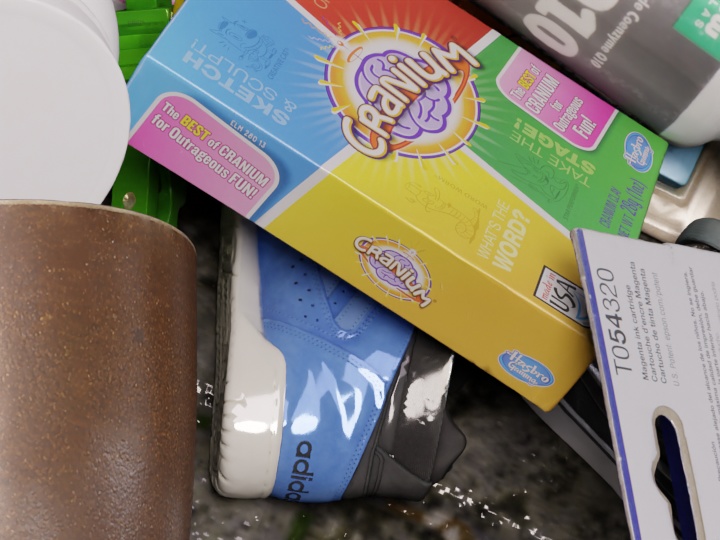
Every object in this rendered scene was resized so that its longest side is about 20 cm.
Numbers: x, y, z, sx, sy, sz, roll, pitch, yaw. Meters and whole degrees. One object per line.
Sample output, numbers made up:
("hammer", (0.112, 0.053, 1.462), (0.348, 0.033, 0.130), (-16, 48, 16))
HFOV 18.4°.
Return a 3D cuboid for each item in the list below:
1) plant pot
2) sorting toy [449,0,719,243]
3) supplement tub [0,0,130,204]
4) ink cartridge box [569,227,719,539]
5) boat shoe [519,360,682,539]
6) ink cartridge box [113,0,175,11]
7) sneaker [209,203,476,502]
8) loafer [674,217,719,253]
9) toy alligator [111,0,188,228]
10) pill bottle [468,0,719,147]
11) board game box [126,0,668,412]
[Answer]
("plant pot", (-0.133, 0.101, 0.744), (0.186, 0.187, 0.200), (-4, 74, -21))
("sorting toy", (0.117, -0.127, 1.002), (0.200, 0.036, 0.185), (26, 85, 2))
("supplement tub", (-0.174, -0.100, 0.814), (0.145, 0.146, 0.200), (-8, 41, -23))
("ink cartridge box", (0.161, 0.091, 0.817), (0.200, 0.043, 0.197), (10, 59, -30))
("boat shoe", (0.146, 0.070, 0.911), (0.200, 0.068, 0.072), (45, 55, 14))
("ink cartridge box", (-0.137, -0.161, 0.995), (0.200, 0.037, 0.095), (22, 53, -1))
("sneaker", (0.000, 0.001, 0.901), (0.111, 0.077, 0.200), (5, 59, -8))
("loafer", (0.202, 0.060, 0.947), (0.200, 0.072, 0.063), (39, 72, 17))
("toy alligator", (-0.087, -0.051, 0.923), (0.059, 0.054, 0.201), (-3, 78, 13))
("pill bottle", (0.127, -0.123, 0.931), (0.200, 0.113, 0.113), (35, 53, -2))
("board game box", (0.017, -0.052, 0.872), (0.200, 0.040, 0.153), (32, 37, -5))
